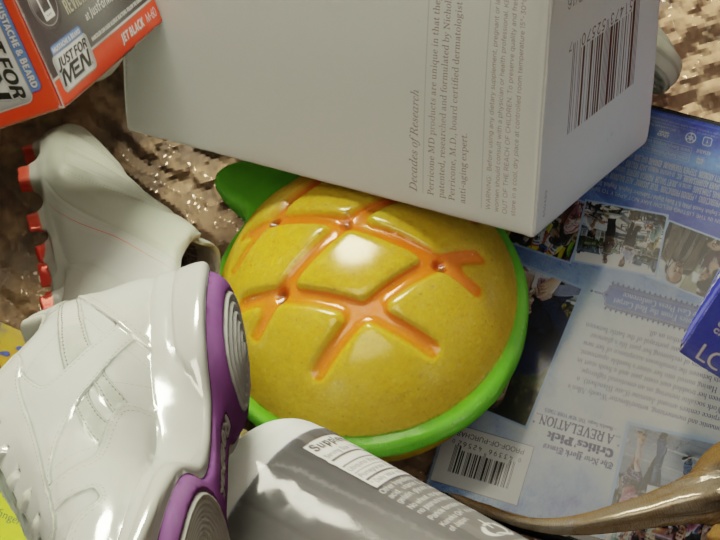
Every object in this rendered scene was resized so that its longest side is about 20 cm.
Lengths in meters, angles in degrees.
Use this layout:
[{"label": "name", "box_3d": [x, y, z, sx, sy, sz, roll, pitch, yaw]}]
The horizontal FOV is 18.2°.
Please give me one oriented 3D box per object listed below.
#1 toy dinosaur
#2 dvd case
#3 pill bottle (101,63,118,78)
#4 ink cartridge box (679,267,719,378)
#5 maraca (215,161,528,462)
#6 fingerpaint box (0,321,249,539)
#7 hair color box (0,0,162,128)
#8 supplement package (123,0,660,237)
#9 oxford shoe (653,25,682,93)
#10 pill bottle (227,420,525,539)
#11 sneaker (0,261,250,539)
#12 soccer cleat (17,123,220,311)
[{"label": "toy dinosaur", "box_3d": [0.147, 0.090, 0.908, 0.199, 0.106, 0.061, -17, 92, -9]}, {"label": "dvd case", "box_3d": [0.123, 0.026, 0.979, 0.142, 0.018, 0.201, 15, 76, 11]}, {"label": "pill bottle", "box_3d": [-0.207, -0.148, 1.019, 0.199, 0.111, 0.111, 5, 75, 10]}, {"label": "ink cartridge box", "box_3d": [0.212, 0.011, 0.870, 0.136, 0.200, 0.077, 33, 124, 6]}, {"label": "maraca", "box_3d": [0.000, 0.000, 0.962, 0.136, 0.107, 0.201, -9, 47, -1]}, {"label": "fingerpaint box", "box_3d": [-0.142, 0.119, 0.961, 0.199, 0.073, 0.168, 22, 79, 11]}, {"label": "hair color box", "box_3d": [-0.194, -0.083, 0.909, 0.199, 0.111, 0.064, -16, 108, 24]}, {"label": "supplement package", "box_3d": [0.012, -0.108, 0.938, 0.199, 0.117, 0.118, 15, 120, 26]}, {"label": "oxford shoe", "box_3d": [0.072, -0.154, 1.010, 0.200, 0.075, 0.058, 41, 77, 19]}, {"label": "pill bottle", "box_3d": [-0.010, 0.124, 0.839, 0.199, 0.111, 0.111, 27, 80, 20]}, {"label": "sneaker", "box_3d": [-0.091, 0.078, 0.758, 0.099, 0.075, 0.200, -7, 35, 8]}, {"label": "soccer cleat", "box_3d": [-0.101, -0.006, 0.959, 0.077, 0.070, 0.200, -12, 30, -7]}]
